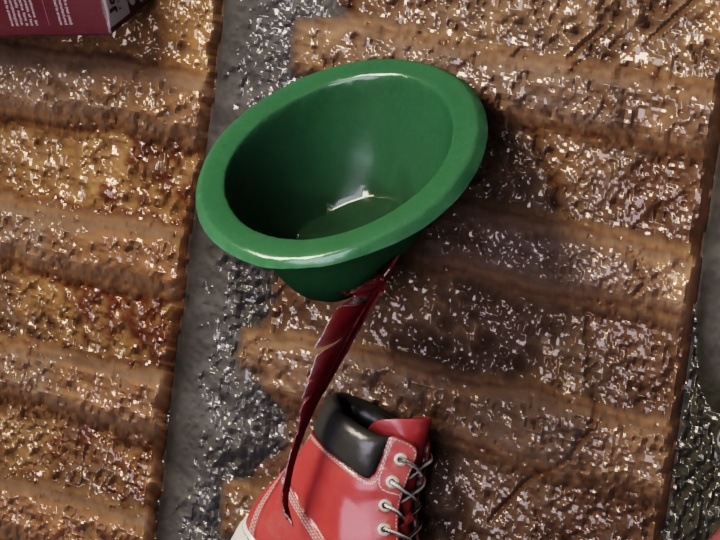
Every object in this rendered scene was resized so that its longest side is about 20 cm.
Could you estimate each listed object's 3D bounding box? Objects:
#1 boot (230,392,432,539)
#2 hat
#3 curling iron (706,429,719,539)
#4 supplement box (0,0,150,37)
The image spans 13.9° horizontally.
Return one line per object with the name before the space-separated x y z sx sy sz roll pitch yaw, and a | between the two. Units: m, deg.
boot | 0.028 0.170 1.729 0.200 0.072 0.144 43 112 21
hat | 0.000 0.000 1.735 0.200 0.176 0.166 -24 41 -3
curling iron | 0.189 0.161 1.660 0.049 0.026 0.200 22 115 -14
supplement box | -0.235 -0.203 1.811 0.199 0.061 0.109 2 119 29
